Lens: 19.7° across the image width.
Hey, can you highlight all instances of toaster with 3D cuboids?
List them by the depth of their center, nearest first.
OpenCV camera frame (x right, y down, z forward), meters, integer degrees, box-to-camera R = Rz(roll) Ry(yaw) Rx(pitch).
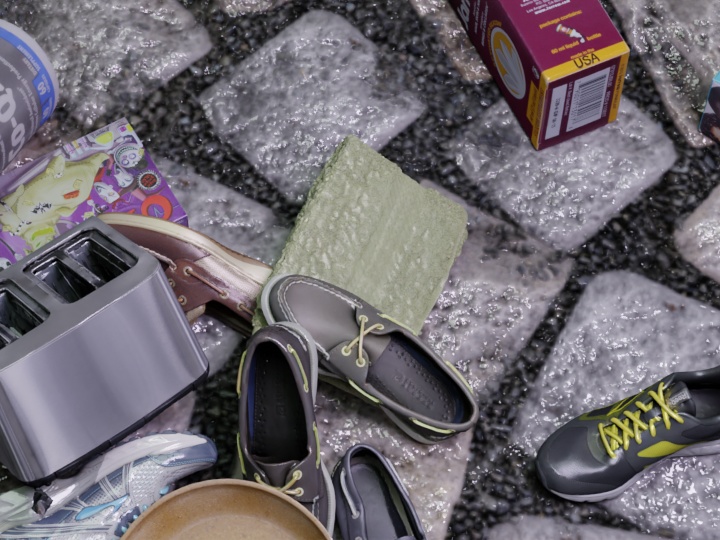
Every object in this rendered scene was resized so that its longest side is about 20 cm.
[{"bbox_3d":[-0.234,0.066,1.626,0.180,0.119,0.200,-33,32,-18],"label":"toaster"}]

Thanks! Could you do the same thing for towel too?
[{"bbox_3d":[0.000,0.000,1.726,0.148,0.036,0.201,33,67,-18],"label":"towel"}]

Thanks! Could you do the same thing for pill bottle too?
[{"bbox_3d":[-0.349,-0.115,1.749,0.113,0.114,0.201,22,48,11],"label":"pill bottle"}]

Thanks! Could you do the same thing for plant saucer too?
[{"bbox_3d":[-0.100,0.261,1.579,0.198,0.035,0.202,-1,81,9],"label":"plant saucer"}]

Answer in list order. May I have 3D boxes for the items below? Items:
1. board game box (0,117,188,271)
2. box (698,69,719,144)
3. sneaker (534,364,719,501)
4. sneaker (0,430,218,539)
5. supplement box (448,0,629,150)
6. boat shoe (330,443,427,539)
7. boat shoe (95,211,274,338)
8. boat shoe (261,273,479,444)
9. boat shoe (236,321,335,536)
[{"bbox_3d":[-0.263,-0.043,1.785,0.199,0.032,0.120,-28,69,-17],"label":"board game box"},{"bbox_3d":[0.394,-0.106,1.808,0.199,0.083,0.049,36,66,18],"label":"box"},{"bbox_3d":[0.232,0.120,1.671,0.198,0.085,0.075,-20,62,-13],"label":"sneaker"},{"bbox_3d":[-0.199,0.194,1.634,0.199,0.078,0.087,-24,75,-7],"label":"sneaker"},{"bbox_3d":[0.154,-0.226,1.853,0.085,0.111,0.201,-21,62,-13],"label":"supplement box"},{"bbox_3d":[0.022,0.227,1.616,0.072,0.063,0.201,-14,62,-10],"label":"boat shoe"},{"bbox_3d":[-0.138,0.014,1.728,0.199,0.072,0.072,24,73,-5],"label":"boat shoe"},{"bbox_3d":[0.011,0.066,1.662,0.201,0.060,0.072,37,69,-14],"label":"boat shoe"},{"bbox_3d":[-0.064,0.144,1.613,0.071,0.061,0.203,-4,93,15],"label":"boat shoe"}]
